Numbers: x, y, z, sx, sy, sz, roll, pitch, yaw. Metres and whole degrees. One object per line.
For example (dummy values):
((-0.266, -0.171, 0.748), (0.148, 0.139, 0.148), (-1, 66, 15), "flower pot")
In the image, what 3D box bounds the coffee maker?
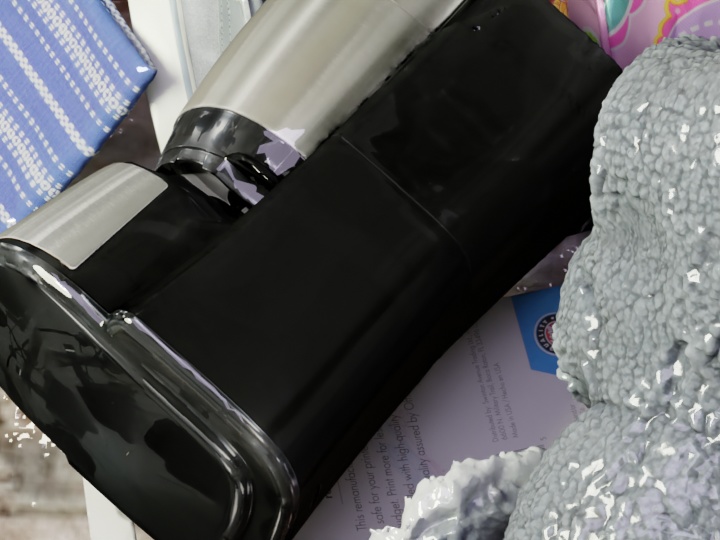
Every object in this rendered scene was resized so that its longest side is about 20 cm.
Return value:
((0.000, 0.000, 0.922), (0.192, 0.135, 0.200), (27, 58, 27), "coffee maker")

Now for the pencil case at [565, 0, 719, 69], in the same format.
((0.171, -0.122, 1.010), (0.200, 0.087, 0.088), (-16, 65, 2), "pencil case")

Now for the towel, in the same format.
((-0.176, -0.056, 1.062), (0.200, 0.024, 0.145), (-47, 65, 22), "towel")

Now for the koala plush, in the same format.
((0.102, 0.052, 0.801), (0.177, 0.184, 0.200), (28, 84, 30), "koala plush")

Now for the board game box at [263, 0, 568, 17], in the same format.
((0.079, -0.100, 1.085), (0.200, 0.045, 0.135), (28, 73, 18), "board game box")

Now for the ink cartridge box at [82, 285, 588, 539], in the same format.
((0.007, 0.083, 0.983), (0.199, 0.068, 0.115), (-11, 49, -1), "ink cartridge box")

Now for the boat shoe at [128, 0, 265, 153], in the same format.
((-0.045, -0.083, 1.043), (0.071, 0.070, 0.201), (-11, 99, 2), "boat shoe")
